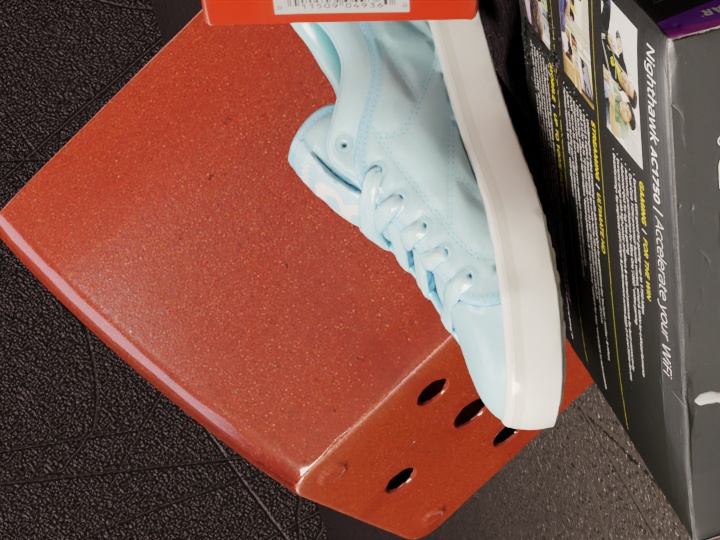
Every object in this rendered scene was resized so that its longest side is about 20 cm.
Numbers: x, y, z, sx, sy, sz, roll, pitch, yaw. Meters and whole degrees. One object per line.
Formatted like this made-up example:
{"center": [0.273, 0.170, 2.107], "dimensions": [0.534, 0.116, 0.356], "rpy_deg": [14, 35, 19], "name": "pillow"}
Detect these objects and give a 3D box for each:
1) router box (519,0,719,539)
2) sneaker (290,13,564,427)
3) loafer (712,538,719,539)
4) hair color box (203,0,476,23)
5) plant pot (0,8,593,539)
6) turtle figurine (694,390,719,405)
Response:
{"center": [0.104, -0.030, 0.733], "dimensions": [0.150, 0.051, 0.202], "rpy_deg": [-117, 14, -54], "name": "router box"}
{"center": [0.019, -0.028, 0.784], "dimensions": [0.074, 0.081, 0.202], "rpy_deg": [83, 172, -63], "name": "sneaker"}
{"center": [0.152, 0.191, 0.794], "dimensions": [0.073, 0.070, 0.202], "rpy_deg": [-141, 35, -77], "name": "loafer"}
{"center": [-0.008, -0.191, 0.772], "dimensions": [0.061, 0.100, 0.202], "rpy_deg": [87, -179, -64], "name": "hair color box"}
{"center": [0.000, 0.000, 0.926], "dimensions": [0.177, 0.200, 0.200], "rpy_deg": [51, -171, 29], "name": "plant pot"}
{"center": [0.141, 0.092, 0.584], "dimensions": [0.200, 0.100, 0.151], "rpy_deg": [161, 133, -81], "name": "turtle figurine"}
